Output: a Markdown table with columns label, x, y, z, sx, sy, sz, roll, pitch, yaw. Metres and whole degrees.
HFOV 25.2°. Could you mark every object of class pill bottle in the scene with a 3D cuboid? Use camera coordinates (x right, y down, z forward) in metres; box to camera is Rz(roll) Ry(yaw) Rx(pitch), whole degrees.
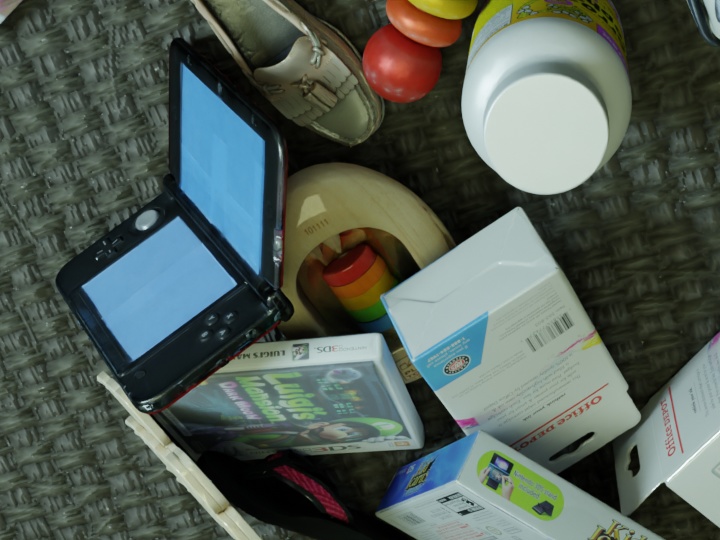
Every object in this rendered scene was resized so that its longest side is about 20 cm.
| label | x | y | z | sx | sy | sz | roll | pitch | yaw |
| --- | --- | --- | --- | --- | --- | --- | --- | --- | --- |
| pill bottle | 0.117 | -0.117 | 1.005 | 0.103 | 0.200 | 0.105 | 2 | 114 | 6 |

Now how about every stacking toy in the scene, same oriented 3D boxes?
| label | x | y | z | sx | sy | sz | roll | pitch | yaw |
| --- | --- | --- | --- | --- | --- | --- | --- | --- | --- |
| stacking toy | 0.056 | -0.200 | 1.051 | 0.085 | 0.086 | 0.201 | 25 | 121 | -4 |

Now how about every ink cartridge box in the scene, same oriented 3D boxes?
| label | x | y | z | sx | sy | sz | roll | pitch | yaw |
| --- | --- | --- | --- | --- | --- | --- | --- | --- | --- |
| ink cartridge box | 0.109 | 0.062 | 1.118 | 0.115 | 0.068 | 0.200 | -32 | 137 | 4 |
| ink cartridge box | 0.269 | 0.099 | 1.125 | 0.067 | 0.117 | 0.200 | 37 | 113 | -12 |

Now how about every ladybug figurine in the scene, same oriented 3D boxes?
| label | x | y | z | sx | sy | sz | roll | pitch | yaw |
| --- | --- | --- | --- | --- | --- | --- | --- | --- | --- |
| ladybug figurine | 0.000 | 0.000 | 1.121 | 0.135 | 0.072 | 0.201 | -29 | 127 | 5 |

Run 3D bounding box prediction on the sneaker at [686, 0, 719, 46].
| label | x | y | z | sx | sy | sz | roll | pitch | yaw |
| --- | --- | --- | --- | --- | --- | --- | --- | --- | --- |
| sneaker | 0.206 | -0.200 | 0.949 | 0.079 | 0.130 | 0.199 | -36 | 145 | 21 |

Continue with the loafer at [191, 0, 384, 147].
| label | x | y | z | sx | sy | sz | roll | pitch | yaw |
| --- | --- | --- | --- | --- | --- | --- | --- | --- | --- |
| loafer | -0.063 | -0.156 | 1.085 | 0.072 | 0.063 | 0.200 | -38 | 104 | 21 |

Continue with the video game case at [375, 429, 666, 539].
| label | x | y | z | sx | sy | sz | roll | pitch | yaw |
| --- | --- | --- | --- | --- | --- | --- | --- | --- | --- |
| video game case | 0.121 | 0.191 | 1.155 | 0.180 | 0.200 | 0.046 | 32 | 70 | -6 |

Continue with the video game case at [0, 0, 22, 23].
| label | x | y | z | sx | sy | sz | roll | pitch | yaw |
| --- | --- | --- | --- | --- | --- | --- | --- | --- | --- |
| video game case | -0.254 | -0.262 | 1.033 | 0.200 | 0.036 | 0.181 | -40 | 135 | 20 |

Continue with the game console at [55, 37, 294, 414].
| label | x | y | z | sx | sy | sz | roll | pitch | yaw |
| --- | --- | --- | --- | --- | --- | --- | --- | --- | --- |
| game console | -0.131 | -0.034 | 1.057 | 0.172 | 0.200 | 0.119 | -36 | 126 | -7 |

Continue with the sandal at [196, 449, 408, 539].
| label | x | y | z | sx | sy | sz | roll | pitch | yaw |
| --- | --- | --- | --- | --- | --- | --- | --- | --- | --- |
| sandal | -0.033 | 0.170 | 1.212 | 0.199 | 0.075 | 0.045 | 26 | 103 | -22 |

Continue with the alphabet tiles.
| label | x | y | z | sx | sy | sz | roll | pitch | yaw |
| --- | --- | --- | --- | --- | --- | --- | --- | --- | --- |
| alphabet tiles | -0.120 | 0.155 | 1.164 | 0.015 | 0.200 | 0.196 | -42 | 105 | -11 |

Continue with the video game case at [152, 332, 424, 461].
| label | x | y | z | sx | sy | sz | roll | pitch | yaw |
| --- | --- | --- | --- | --- | --- | --- | --- | --- | --- |
| video game case | -0.056 | 0.095 | 1.145 | 0.180 | 0.024 | 0.200 | -5 | 156 | 9 |
